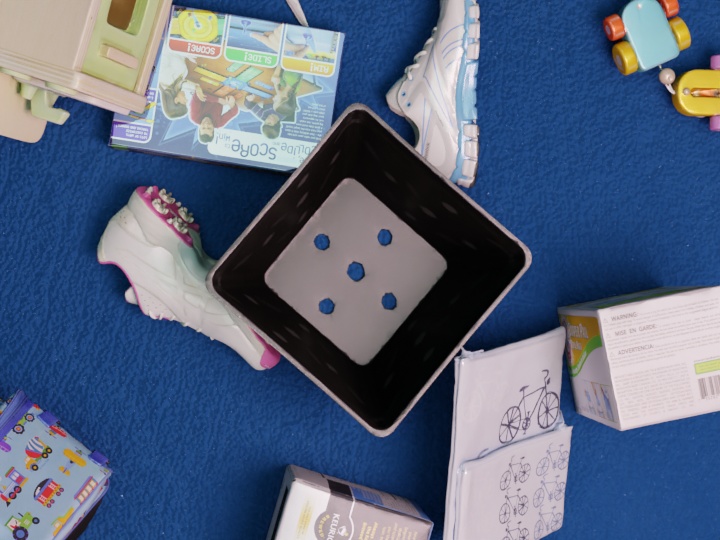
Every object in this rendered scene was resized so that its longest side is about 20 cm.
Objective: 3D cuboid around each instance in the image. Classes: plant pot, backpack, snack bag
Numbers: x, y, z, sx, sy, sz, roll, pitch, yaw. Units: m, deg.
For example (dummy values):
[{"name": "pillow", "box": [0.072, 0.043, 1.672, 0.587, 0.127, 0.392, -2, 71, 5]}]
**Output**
[{"name": "plant pot", "box": [0.000, 0.000, 1.391, 0.200, 0.177, 0.200, 41, 86, -4]}, {"name": "backpack", "box": [-0.337, 0.181, 1.365, 0.200, 0.135, 0.183, 40, 48, 3]}, {"name": "snack bag", "box": [0.133, 0.154, 1.399, 0.021, 0.188, 0.202, 10, 103, 36]}]

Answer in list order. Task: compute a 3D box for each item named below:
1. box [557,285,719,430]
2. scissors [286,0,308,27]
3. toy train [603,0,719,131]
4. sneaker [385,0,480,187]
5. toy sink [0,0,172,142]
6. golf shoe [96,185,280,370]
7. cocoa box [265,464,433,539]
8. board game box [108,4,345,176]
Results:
[{"name": "box", "box": [0.248, 0.073, 1.397, 0.111, 0.200, 0.102, -11, 90, -2]}, {"name": "scissors", "box": [-0.093, -0.319, 1.467, 0.073, 0.014, 0.200, -43, 91, -5]}, {"name": "toy train", "box": [0.319, -0.215, 1.480, 0.199, 0.056, 0.151, 28, 86, -7]}, {"name": "sneaker", "box": [0.066, -0.178, 1.452, 0.086, 0.075, 0.202, 1, 89, 2]}, {"name": "toy sink", "box": [-0.246, -0.201, 1.376, 0.111, 0.130, 0.202, 18, 91, 20]}, {"name": "golf shoe", "box": [-0.155, 0.020, 1.440, 0.091, 0.075, 0.200, -40, 90, 12]}, {"name": "cocoa box", "box": [-0.028, 0.289, 1.408, 0.130, 0.133, 0.202, 17, 88, -4]}, {"name": "board game box", "box": [-0.121, -0.163, 1.453, 0.198, 0.034, 0.137, 9, 89, -3]}]
